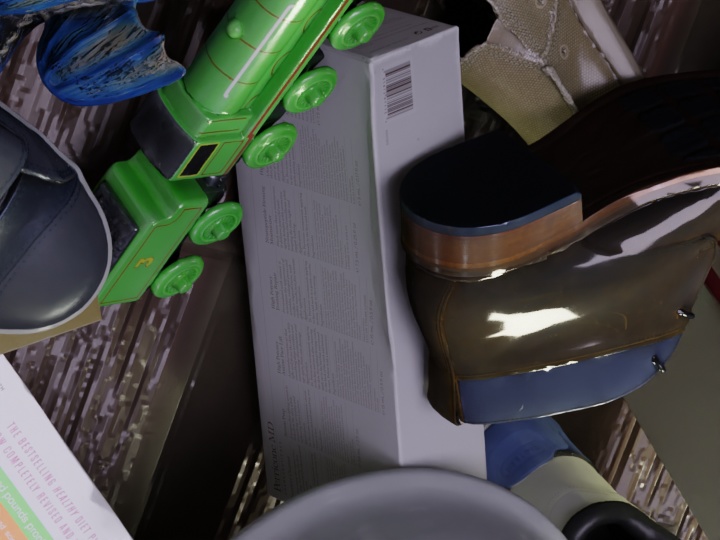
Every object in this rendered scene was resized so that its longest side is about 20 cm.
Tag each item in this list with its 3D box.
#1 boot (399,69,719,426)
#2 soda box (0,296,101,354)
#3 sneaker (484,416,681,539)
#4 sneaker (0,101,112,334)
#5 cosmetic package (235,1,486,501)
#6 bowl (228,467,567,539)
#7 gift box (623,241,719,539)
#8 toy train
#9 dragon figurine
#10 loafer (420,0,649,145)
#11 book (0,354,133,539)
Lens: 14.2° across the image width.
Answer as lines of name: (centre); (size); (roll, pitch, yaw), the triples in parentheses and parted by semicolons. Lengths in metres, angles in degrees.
boot: (0.103, -0.011, 1.070); (0.200, 0.075, 0.097); (-14, 126, -21)
soda box: (-0.196, 0.010, 0.991); (0.200, 0.068, 0.064); (-20, 118, -22)
sneaker: (0.111, 0.157, 1.195); (0.081, 0.115, 0.200); (-37, 123, -11)
sneaker: (-0.158, -0.039, 0.915); (0.200, 0.079, 0.078); (36, 88, -23)
cosmetic package: (0.000, 0.000, 1.087); (0.051, 0.082, 0.200); (-26, 122, -39)
bowl: (0.020, 0.180, 1.059); (0.201, 0.090, 0.201); (-9, 111, -23)
gift box: (0.199, 0.037, 1.162); (0.184, 0.187, 0.200); (27, 114, -36)
toy train: (-0.046, -0.060, 1.014); (0.056, 0.042, 0.200); (-9, 145, -47)
dragon figurine: (-0.088, -0.094, 0.970); (0.059, 0.200, 0.100); (56, 40, -35)
loafer: (0.059, -0.086, 1.099); (0.067, 0.076, 0.200); (-30, 113, -13)
book: (-0.183, 0.129, 1.044); (0.200, 0.048, 0.134); (-36, 110, -10)
